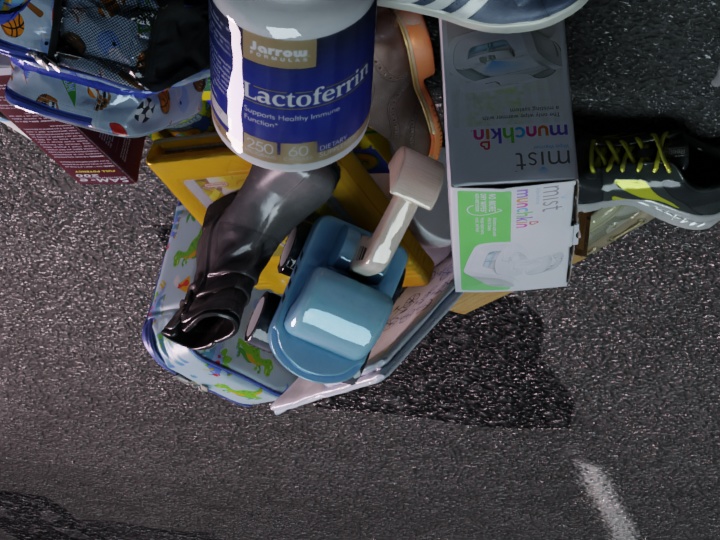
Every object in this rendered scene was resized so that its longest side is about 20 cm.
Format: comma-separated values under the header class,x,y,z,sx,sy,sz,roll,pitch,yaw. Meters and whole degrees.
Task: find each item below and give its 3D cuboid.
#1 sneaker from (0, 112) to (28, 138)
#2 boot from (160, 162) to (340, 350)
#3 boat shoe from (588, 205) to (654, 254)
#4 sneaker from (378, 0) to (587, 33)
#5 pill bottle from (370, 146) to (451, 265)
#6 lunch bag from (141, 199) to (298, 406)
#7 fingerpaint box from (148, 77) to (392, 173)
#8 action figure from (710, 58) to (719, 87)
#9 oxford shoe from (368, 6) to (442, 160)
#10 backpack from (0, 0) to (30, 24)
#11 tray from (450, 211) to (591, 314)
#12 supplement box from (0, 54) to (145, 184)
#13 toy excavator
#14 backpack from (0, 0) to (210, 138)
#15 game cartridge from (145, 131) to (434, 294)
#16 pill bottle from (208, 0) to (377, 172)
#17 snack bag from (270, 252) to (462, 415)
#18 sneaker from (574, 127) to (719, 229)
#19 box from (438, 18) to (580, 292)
class,x,y,z,sx,sy,sz,roll,pitch,yaw
sneaker,-0.288,-0.152,1.746,0.200,0.072,0.072,33,170,-32
boot,-0.086,-0.012,1.611,0.070,0.132,0.200,26,149,-13
boat shoe,0.193,-0.038,1.802,0.065,0.072,0.200,21,151,-23
sneaker,0.062,-0.218,1.407,0.200,0.075,0.085,5,160,12
pill bottle,0.017,-0.044,1.809,0.112,0.113,0.200,23,156,-28
lunch bag,-0.111,0.019,1.904,0.161,0.200,0.082,28,153,-38
fingerpaint box,-0.086,-0.143,1.662,0.200,0.074,0.167,0,156,24
action figure,0.357,-0.139,1.490,0.193,0.105,0.200,11,-175,19
oxford shoe,0.019,-0.138,1.592,0.073,0.071,0.200,-21,144,-7
backpack,-0.235,-0.273,1.287,0.134,0.183,0.200,13,148,-29
tray,0.136,-0.034,1.794,0.037,0.099,0.200,19,157,-24
supplement box,-0.240,-0.160,1.643,0.061,0.109,0.200,-1,155,25
toy excavator,0.000,0.000,1.602,0.100,0.195,0.200,24,178,-12
backpack,-0.188,-0.186,1.467,0.190,0.154,0.200,24,-164,13
game cartridge,-0.057,-0.047,1.697,0.176,0.032,0.200,-4,142,32
pill bottle,-0.047,-0.171,1.382,0.115,0.116,0.200,9,142,5
snack bag,0.022,0.046,1.793,0.021,0.189,0.200,50,148,-11
sneaker,0.226,-0.091,1.669,0.200,0.075,0.085,8,154,-18
box,0.111,-0.101,1.523,0.096,0.177,0.200,-3,158,2
